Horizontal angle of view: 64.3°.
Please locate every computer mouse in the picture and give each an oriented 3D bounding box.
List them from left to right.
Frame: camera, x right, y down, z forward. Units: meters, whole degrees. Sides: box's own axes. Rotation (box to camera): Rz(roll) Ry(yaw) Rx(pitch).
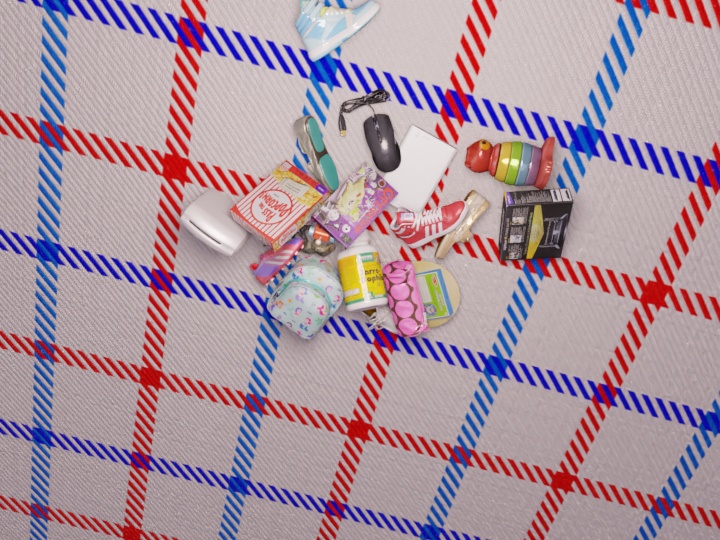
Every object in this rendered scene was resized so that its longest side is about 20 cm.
[{"bbox_3d":[0.018,-0.333,1.404,0.140,0.046,0.201,-9,103,11],"label":"computer mouse"}]

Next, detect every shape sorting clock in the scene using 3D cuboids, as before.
[{"bbox_3d":[0.173,0.066,1.570,0.199,0.039,0.201,7,116,14],"label":"shape sorting clock"}]

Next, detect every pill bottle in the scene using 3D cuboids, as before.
[{"bbox_3d":[0.000,0.000,1.489,0.112,0.113,0.201,-12,82,9],"label":"pill bottle"}]

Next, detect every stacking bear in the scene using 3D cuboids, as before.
[{"bbox_3d":[0.353,-0.266,1.388,0.199,0.122,0.114,11,149,8],"label":"stacking bear"}]

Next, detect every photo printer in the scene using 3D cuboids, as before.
[{"bbox_3d":[-0.358,-0.121,1.449,0.166,0.200,0.070,37,110,-10],"label":"photo printer"}]

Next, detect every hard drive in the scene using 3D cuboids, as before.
[{"bbox_3d":[0.138,-0.250,1.453,0.131,0.026,0.201,27,112,-7],"label":"hard drive"}]

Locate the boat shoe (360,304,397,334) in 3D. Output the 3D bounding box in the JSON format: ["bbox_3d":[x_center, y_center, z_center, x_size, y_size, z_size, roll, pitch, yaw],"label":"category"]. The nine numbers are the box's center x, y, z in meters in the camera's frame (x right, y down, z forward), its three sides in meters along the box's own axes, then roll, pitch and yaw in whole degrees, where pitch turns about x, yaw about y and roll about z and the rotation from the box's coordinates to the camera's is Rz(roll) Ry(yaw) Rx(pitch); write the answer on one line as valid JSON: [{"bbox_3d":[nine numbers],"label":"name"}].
[{"bbox_3d":[0.040,0.121,1.569,0.202,0.086,0.075,43,126,-11],"label":"boat shoe"}]

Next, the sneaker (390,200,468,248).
[{"bbox_3d":[0.165,-0.133,1.438,0.200,0.072,0.112,-32,131,33],"label":"sneaker"}]

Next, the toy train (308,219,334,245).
[{"bbox_3d":[-0.146,-0.143,1.451,0.199,0.151,0.056,19,126,1],"label":"toy train"}]

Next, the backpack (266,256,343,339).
[{"bbox_3d":[-0.140,0.070,1.545,0.177,0.151,0.200,37,105,-9],"label":"backpack"}]

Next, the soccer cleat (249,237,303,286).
[{"bbox_3d":[-0.225,-0.034,1.528,0.076,0.067,0.200,44,128,-5],"label":"soccer cleat"}]

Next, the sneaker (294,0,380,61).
[{"bbox_3d":[-0.064,-0.586,1.305,0.199,0.080,0.131,-31,108,14],"label":"sneaker"}]

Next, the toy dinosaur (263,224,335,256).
[{"bbox_3d":[-0.166,-0.086,1.534,0.199,0.048,0.089,8,119,5],"label":"toy dinosaur"}]

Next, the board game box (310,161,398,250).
[{"bbox_3d":[-0.013,-0.162,1.419,0.120,0.032,0.200,43,74,-4],"label":"board game box"}]

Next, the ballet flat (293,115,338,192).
[{"bbox_3d":[-0.113,-0.290,1.445,0.063,0.067,0.201,-6,114,36],"label":"ballet flat"}]

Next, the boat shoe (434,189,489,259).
[{"bbox_3d":[0.262,-0.106,1.476,0.069,0.074,0.201,30,111,-1],"label":"boat shoe"}]

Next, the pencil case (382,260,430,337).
[{"bbox_3d":[0.123,0.074,1.518,0.093,0.091,0.201,3,118,44],"label":"pencil case"}]

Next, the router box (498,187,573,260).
[{"bbox_3d":[0.431,-0.111,1.429,0.156,0.052,0.201,-3,139,5],"label":"router box"}]

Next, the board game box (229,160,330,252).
[{"bbox_3d":[-0.196,-0.161,1.410,0.151,0.046,0.200,36,68,20],"label":"board game box"}]
